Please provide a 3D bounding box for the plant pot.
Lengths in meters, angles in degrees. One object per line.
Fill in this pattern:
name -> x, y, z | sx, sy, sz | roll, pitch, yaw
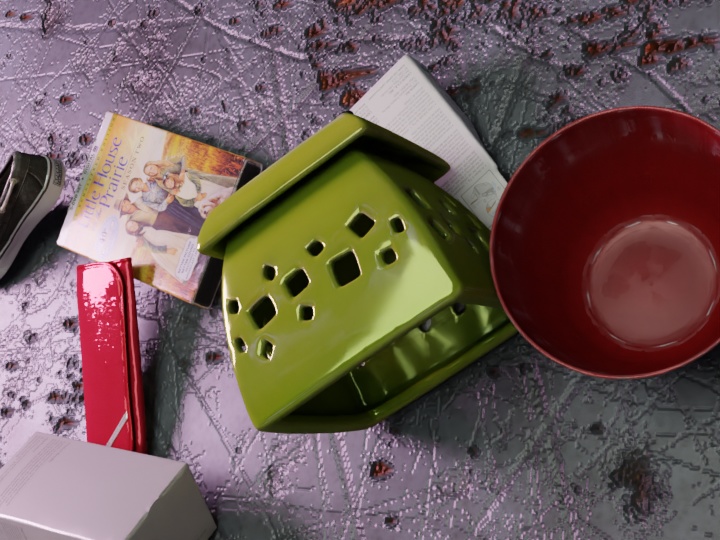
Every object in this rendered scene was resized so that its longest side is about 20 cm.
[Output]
plant pot -> 0.000, 0.000, 1.051 | 0.199, 0.198, 0.183 | -34, 70, 19

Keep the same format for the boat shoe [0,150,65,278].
boat shoe -> -0.380, -0.056, 1.395 | 0.200, 0.063, 0.071 | -45, 44, 34

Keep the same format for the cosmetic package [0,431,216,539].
cosmetic package -> -0.243, 0.222, 1.210 | 0.198, 0.086, 0.108 | 7, 41, 35

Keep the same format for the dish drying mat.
dish drying mat -> -0.240, 0.092, 1.284 | 0.076, 0.018, 0.203 | -8, 85, 37

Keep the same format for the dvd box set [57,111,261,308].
dvd box set -> -0.199, -0.063, 1.310 | 0.198, 0.029, 0.148 | 21, 89, 35

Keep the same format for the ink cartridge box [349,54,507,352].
ink cartridge box -> 0.048, -0.057, 1.158 | 0.161, 0.050, 0.201 | -42, 76, 16

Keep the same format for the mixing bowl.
mixing bowl -> 0.204, -0.007, 0.980 | 0.198, 0.108, 0.203 | -8, 69, 21
